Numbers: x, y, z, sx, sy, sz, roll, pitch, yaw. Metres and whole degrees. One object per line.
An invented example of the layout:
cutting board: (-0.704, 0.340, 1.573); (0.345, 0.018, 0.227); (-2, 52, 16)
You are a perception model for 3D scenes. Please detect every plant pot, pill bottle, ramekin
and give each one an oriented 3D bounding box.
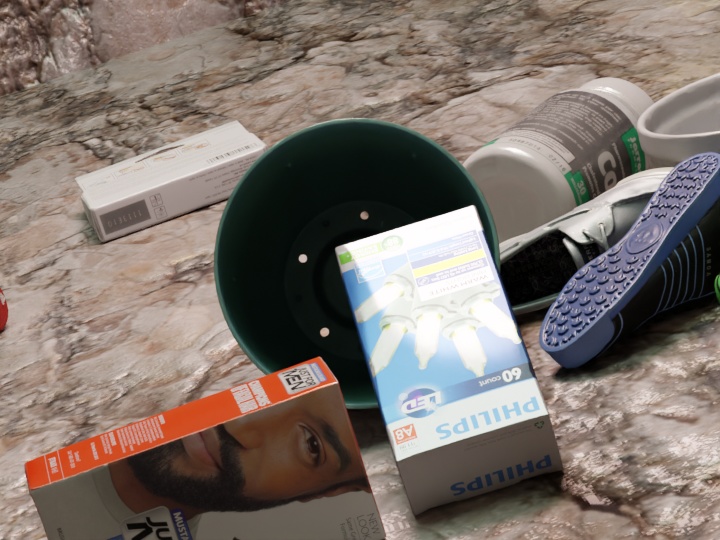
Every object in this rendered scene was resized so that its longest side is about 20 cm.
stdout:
plant pot: (0.000, 0.000, 1.724); (0.199, 0.202, 0.161); (-17, -4, 1)
pill bottle: (0.169, -0.083, 1.965); (0.113, 0.114, 0.200); (-6, 20, 36)
ramekin: (0.321, -0.090, 1.837); (0.199, 0.106, 0.200); (-16, 15, 4)

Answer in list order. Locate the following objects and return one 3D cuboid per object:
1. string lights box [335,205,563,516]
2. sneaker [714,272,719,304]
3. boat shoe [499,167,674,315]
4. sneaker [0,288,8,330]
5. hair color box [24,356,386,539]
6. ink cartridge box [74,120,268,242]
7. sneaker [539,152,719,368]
string lights box: (0.056, 0.056, 1.552); (0.102, 0.059, 0.201); (-17, 44, 0)
sneaker: (0.299, -0.054, 1.676); (0.085, 0.078, 0.201); (-7, 47, 45)
boat shoe: (0.172, -0.013, 1.786); (0.200, 0.070, 0.072); (-24, 10, 24)
sneaker: (-0.428, 0.066, 2.217); (0.115, 0.079, 0.200); (-17, 1, 36)
hair color box: (-0.096, 0.143, 1.479); (0.199, 0.112, 0.064); (-20, 16, -7)
ink cartridge box: (-0.202, -0.098, 2.559); (0.199, 0.044, 0.174); (-20, 15, -8)
sneaker: (0.213, 0.009, 1.703); (0.200, 0.078, 0.070); (-46, 27, -17)
